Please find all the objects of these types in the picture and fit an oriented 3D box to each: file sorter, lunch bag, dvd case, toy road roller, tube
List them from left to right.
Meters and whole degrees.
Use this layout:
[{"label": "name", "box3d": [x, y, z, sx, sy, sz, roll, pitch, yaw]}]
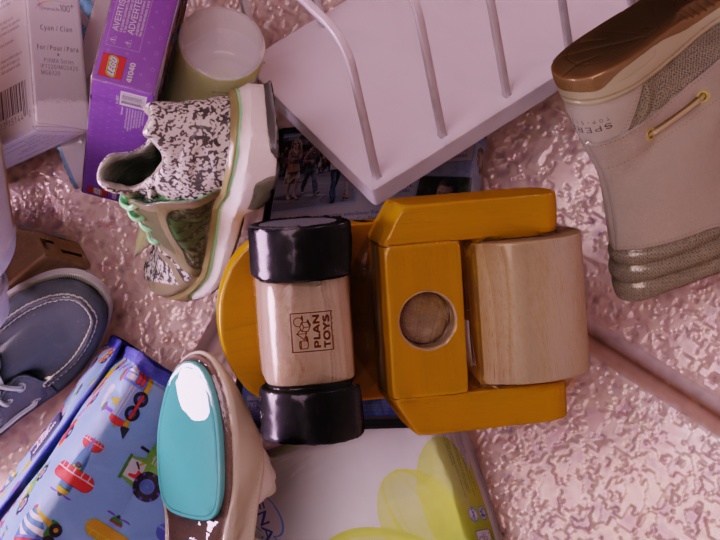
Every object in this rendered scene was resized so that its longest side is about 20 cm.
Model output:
[{"label": "lunch bag", "box3d": [-0.161, 0.121, 1.418, 0.094, 0.200, 0.151, 35, 85, -20]}, {"label": "tube", "box3d": [-0.099, -0.079, 1.388, 0.058, 0.200, 0.052, -2, 61, -13]}, {"label": "dvd case", "box3d": [0.000, 0.000, 1.402, 0.142, 0.018, 0.201, -4, 65, 26]}, {"label": "toy road roller", "box3d": [0.019, 0.019, 1.301, 0.198, 0.146, 0.124, -5, 98, -7]}, {"label": "file sorter", "box3d": [0.040, -0.165, 1.324, 0.199, 0.125, 0.139, -33, 50, -15]}]

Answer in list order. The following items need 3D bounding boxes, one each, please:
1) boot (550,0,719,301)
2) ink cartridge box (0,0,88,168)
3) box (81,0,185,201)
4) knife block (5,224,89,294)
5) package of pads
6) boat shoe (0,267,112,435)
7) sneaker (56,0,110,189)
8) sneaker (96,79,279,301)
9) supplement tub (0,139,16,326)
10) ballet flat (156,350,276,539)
[{"label": "boot", "box3d": [0.202, -0.087, 1.332, 0.072, 0.199, 0.156, 15, 129, 50]}, {"label": "ink cartridge box", "box3d": [-0.246, -0.153, 1.487, 0.199, 0.044, 0.178, -16, 78, 52]}, {"label": "box", "box3d": [-0.127, -0.134, 1.353, 0.039, 0.200, 0.138, 14, 72, -4]}, {"label": "knife block", "box3d": [-0.289, 0.049, 1.524, 0.199, 0.064, 0.177, 9, 88, 22]}, {"label": "package of pads", "box3d": [-0.013, 0.173, 1.400, 0.199, 0.068, 0.155, -22, 78, 17]}, {"label": "boat shoe", "box3d": [-0.231, 0.076, 1.478, 0.200, 0.062, 0.073, -38, 112, 24]}, {"label": "sneaker", "box3d": [-0.163, -0.154, 1.498, 0.080, 0.077, 0.201, -10, 79, 1]}, {"label": "sneaker", "box3d": [-0.108, -0.049, 1.315, 0.088, 0.200, 0.077, 8, 59, -15]}, {"label": "supplement tub", "box3d": [-0.284, -0.058, 1.389, 0.144, 0.145, 0.201, 5, 116, 22]}, {"label": "ballet flat", "box3d": [-0.079, 0.142, 1.316, 0.069, 0.069, 0.202, 9, 101, 22]}]
